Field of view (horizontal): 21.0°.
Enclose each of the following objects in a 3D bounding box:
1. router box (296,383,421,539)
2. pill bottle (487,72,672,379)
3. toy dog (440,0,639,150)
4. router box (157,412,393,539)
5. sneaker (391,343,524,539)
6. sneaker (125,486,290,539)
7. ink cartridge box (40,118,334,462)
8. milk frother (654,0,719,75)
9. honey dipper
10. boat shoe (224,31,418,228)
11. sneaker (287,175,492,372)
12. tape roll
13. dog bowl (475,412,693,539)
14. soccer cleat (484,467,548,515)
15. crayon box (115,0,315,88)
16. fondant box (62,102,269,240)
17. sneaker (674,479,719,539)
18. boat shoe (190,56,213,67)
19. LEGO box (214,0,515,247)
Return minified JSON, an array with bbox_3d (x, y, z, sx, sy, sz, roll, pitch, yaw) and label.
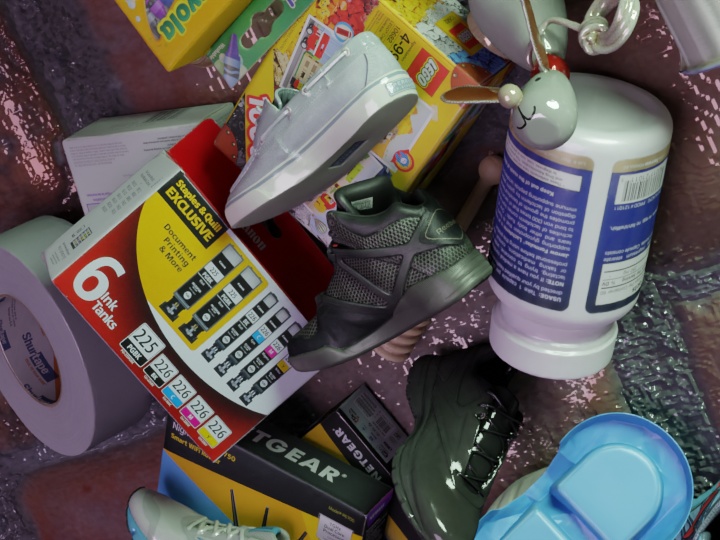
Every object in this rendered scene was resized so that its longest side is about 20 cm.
[{"bbox_3d":[0.008,0.218,1.646,0.200,0.052,0.157,49,129,1],"label":"router box"},{"bbox_3d":[0.152,-0.030,1.394,0.115,0.116,0.201,20,122,21],"label":"pill bottle"},{"bbox_3d":[0.099,-0.169,1.314,0.096,0.200,0.133,22,105,-18],"label":"toy dog"},{"bbox_3d":[-0.077,0.206,1.625,0.199,0.051,0.150,25,124,22],"label":"router box"},{"bbox_3d":[0.079,0.130,1.479,0.090,0.201,0.076,-24,131,28],"label":"sneaker"},{"bbox_3d":[-0.102,0.230,1.584,0.199,0.075,0.087,36,113,11],"label":"sneaker"},{"bbox_3d":[-0.118,0.012,1.517,0.175,0.084,0.200,-41,111,-2],"label":"ink cartridge box"},{"bbox_3d":[0.224,-0.230,1.197,0.180,0.200,0.189,-24,100,33],"label":"milk frother"},{"bbox_3d":[0.062,-0.012,1.510,0.038,0.038,0.201,35,125,11],"label":"honey dipper"},{"bbox_3d":[-0.038,-0.103,1.413,0.201,0.070,0.072,-38,74,39],"label":"boat shoe"},{"bbox_3d":[0.000,0.000,1.436,0.199,0.076,0.115,-34,88,45],"label":"sneaker"},{"bbox_3d":[-0.262,0.056,1.679,0.200,0.066,0.202,35,139,37],"label":"tape roll"},{"bbox_3d":[0.164,0.198,1.479,0.200,0.050,0.112,-44,79,-2],"label":"dog bowl"},{"bbox_3d":[0.103,0.237,1.539,0.200,0.078,0.069,-44,90,4],"label":"soccer cleat"},{"bbox_3d":[-0.134,-0.239,1.416,0.201,0.051,0.126,52,130,4],"label":"crayon box"},{"bbox_3d":[-0.150,-0.031,1.614,0.143,0.058,0.202,-3,111,32],"label":"fondant box"},{"bbox_3d":[0.264,0.208,1.459,0.079,0.095,0.201,37,127,11],"label":"sneaker"},{"bbox_3d":[-0.154,-0.248,1.501,0.071,0.064,0.202,-5,111,33],"label":"boat shoe"},{"bbox_3d":[0.002,-0.128,1.459,0.149,0.077,0.200,41,128,7],"label":"LEGO box"}]
